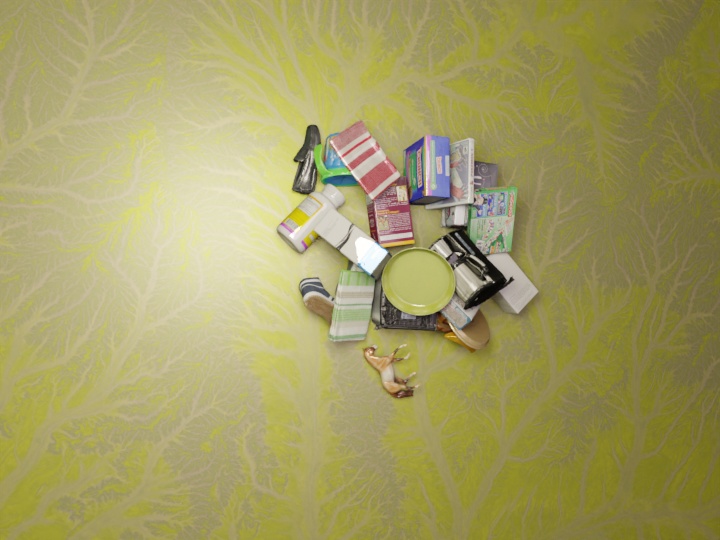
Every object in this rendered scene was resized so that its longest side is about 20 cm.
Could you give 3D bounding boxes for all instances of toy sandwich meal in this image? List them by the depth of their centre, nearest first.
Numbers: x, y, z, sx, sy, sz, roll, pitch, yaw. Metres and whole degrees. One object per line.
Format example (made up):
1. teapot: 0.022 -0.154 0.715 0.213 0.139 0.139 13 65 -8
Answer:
1. toy sandwich meal: 0.303 0.161 1.709 0.205 0.070 0.205 27 41 -27

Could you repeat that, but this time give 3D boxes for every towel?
1. towel: 0.016 -0.306 1.566 0.200 0.023 0.144 53 53 -9
2. towel: -0.023 0.099 1.602 0.149 0.031 0.200 4 96 -49

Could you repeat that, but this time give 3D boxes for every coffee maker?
1. coffee maker: 0.303 -0.007 1.612 0.135 0.192 0.200 -48 65 24

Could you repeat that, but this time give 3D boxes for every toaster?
1. toaster: 0.123 0.084 1.658 0.200 0.119 0.181 4 88 -15

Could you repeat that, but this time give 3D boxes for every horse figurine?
1. horse figurine: 0.099 0.303 1.683 0.132 0.050 0.200 -20 101 -1

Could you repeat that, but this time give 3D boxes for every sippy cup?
1. sippy cup: -0.049 -0.318 1.612 0.139 0.178 0.131 -4 85 9

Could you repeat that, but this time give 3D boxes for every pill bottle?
1. pill bottle: -0.135 -0.151 1.601 0.104 0.104 0.200 46 79 -10

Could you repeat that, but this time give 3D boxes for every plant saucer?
1. plant saucer: 0.159 0.027 1.550 0.200 0.031 0.200 4 114 10

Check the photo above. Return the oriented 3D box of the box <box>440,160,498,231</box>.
1. box: 0.328 -0.225 1.715 0.132 0.115 0.200 6 88 -15

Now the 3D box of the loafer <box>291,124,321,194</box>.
1. loafer: -0.156 -0.319 1.615 0.070 0.068 0.201 6 92 -23

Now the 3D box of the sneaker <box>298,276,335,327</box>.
1. sneaker: -0.101 0.091 1.628 0.070 0.109 0.200 -41 133 9

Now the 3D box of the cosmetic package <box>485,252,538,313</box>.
1. cosmetic package: 0.442 0.027 1.758 0.108 0.085 0.200 -42 99 -12

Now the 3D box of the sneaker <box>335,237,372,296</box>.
1. sneaker: 0.000 0.000 1.659 0.080 0.070 0.200 26 90 -20

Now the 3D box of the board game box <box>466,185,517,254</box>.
1. board game box: 0.380 -0.143 1.648 0.134 0.029 0.200 -6 117 -9

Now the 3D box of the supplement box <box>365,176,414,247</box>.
1. supplement box: 0.083 -0.168 1.667 0.110 0.086 0.200 -8 92 -14

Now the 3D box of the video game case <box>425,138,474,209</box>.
1. video game case: 0.258 -0.277 1.656 0.023 0.200 0.183 1 89 -31

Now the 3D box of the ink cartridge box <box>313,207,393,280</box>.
1. ink cartridge box: -0.015 -0.071 1.547 0.200 0.145 0.084 38 91 11

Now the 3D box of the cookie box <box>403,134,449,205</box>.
1. cookie box: 0.187 -0.284 1.635 0.075 0.200 0.171 0 89 -15

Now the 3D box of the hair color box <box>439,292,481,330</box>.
1. hair color box: 0.305 0.082 1.668 0.100 0.061 0.200 45 36 4
